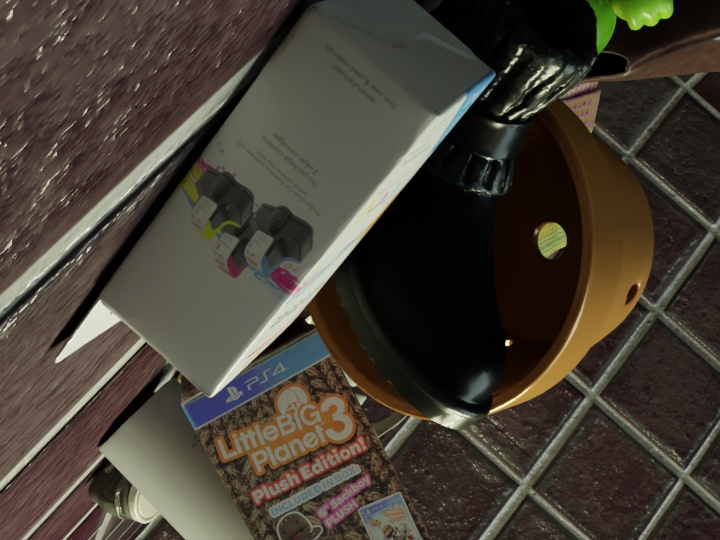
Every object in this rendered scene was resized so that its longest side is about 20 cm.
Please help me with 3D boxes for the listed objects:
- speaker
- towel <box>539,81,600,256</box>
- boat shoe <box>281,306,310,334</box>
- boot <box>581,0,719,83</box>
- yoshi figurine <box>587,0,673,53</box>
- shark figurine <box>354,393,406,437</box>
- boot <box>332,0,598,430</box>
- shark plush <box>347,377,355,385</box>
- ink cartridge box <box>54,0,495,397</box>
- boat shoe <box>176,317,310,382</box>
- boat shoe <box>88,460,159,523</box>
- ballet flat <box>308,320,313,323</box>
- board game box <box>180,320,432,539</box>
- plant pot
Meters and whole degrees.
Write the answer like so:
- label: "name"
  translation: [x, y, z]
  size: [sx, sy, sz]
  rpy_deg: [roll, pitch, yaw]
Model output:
- label: "speaker"
  translation: [-0.102, 0.176, 0.974]
  size: [0.081, 0.200, 0.081]
  rpy_deg: [-44, -179, 1]
- label: "towel"
  translation: [0.116, -0.062, 0.936]
  size: [0.200, 0.023, 0.144]
  rpy_deg: [-24, 130, -50]
- label: "boat shoe"
  translation: [-0.040, -0.010, 0.831]
  size: [0.200, 0.072, 0.068]
  rpy_deg: [-35, 174, -36]
- label: "boot"
  translation: [0.216, -0.155, 0.890]
  size: [0.199, 0.073, 0.166]
  rpy_deg: [2, -158, 32]
- label: "yoshi figurine"
  translation: [0.133, -0.186, 0.694]
  size: [0.200, 0.112, 0.112]
  rpy_deg: [-47, -175, 21]
- label: "shark figurine"
  translation: [-0.021, 0.116, 1.005]
  size: [0.089, 0.128, 0.214]
  rpy_deg: [-35, 140, 24]
- label: "boot"
  translation: [0.057, -0.047, 0.623]
  size: [0.079, 0.212, 0.158]
  rpy_deg: [15, 137, -43]
- label: "shark plush"
  translation: [0.008, 0.001, 1.107]
  size: [0.200, 0.091, 0.083]
  rpy_deg: [-64, -148, 31]
- label: "ink cartridge box"
  translation: [-0.037, -0.024, 0.564]
  size: [0.200, 0.068, 0.115]
  rpy_deg: [-50, 177, 24]
- label: "boat shoe"
  translation: [-0.088, 0.068, 1.070]
  size: [0.200, 0.069, 0.074]
  rpy_deg: [-50, 177, 7]
- label: "boat shoe"
  translation: [-0.165, 0.139, 1.137]
  size: [0.200, 0.057, 0.067]
  rpy_deg: [-52, 145, -44]
- label: "ballet flat"
  translation: [-0.014, -0.013, 1.195]
  size: [0.200, 0.069, 0.069]
  rpy_deg: [-50, 177, 20]
- label: "board game box"
  translation: [-0.031, 0.142, 0.855]
  size: [0.097, 0.200, 0.159]
  rpy_deg: [-28, -176, -7]
- label: "plant pot"
  translation: [0.081, -0.018, 0.763]
  size: [0.140, 0.200, 0.200]
  rpy_deg: [-2, 138, -52]
